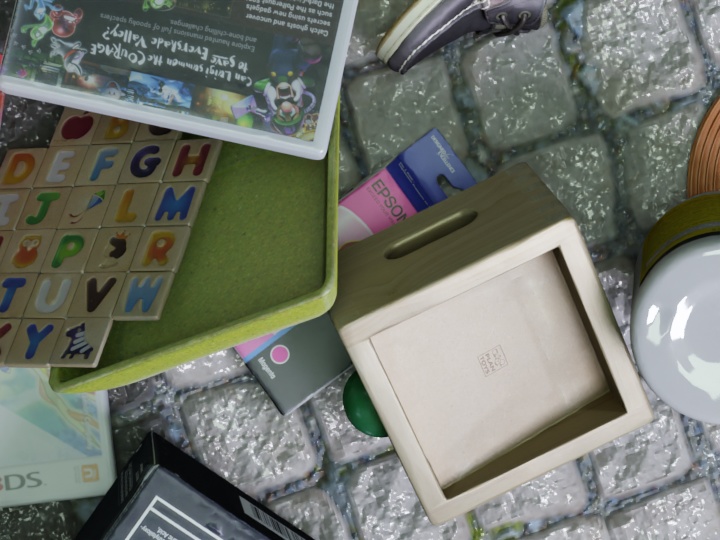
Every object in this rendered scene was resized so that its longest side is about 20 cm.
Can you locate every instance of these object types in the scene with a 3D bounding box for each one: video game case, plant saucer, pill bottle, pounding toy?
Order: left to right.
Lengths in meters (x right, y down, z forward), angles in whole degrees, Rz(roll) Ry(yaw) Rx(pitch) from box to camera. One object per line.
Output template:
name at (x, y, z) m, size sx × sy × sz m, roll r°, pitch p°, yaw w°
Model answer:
video game case at (-0.262, 0.060, 1.252) m, size 0.182 × 0.022 × 0.200 m, roll -6°, pitch 93°, yaw -4°
video game case at (-0.100, -0.174, 1.134) m, size 0.200 × 0.023 × 0.182 m, roll 12°, pitch 82°, yaw -1°
plant saucer at (-0.090, -0.018, 1.176) m, size 0.199 × 0.200 × 0.048 m, roll -20°, pitch 135°, yaw 22°
pounding toy at (0.046, 0.036, 1.199) m, size 0.200 × 0.142 × 0.184 m, roll -26°, pitch 115°, yaw -1°
pill bottle at (0.227, 0.015, 1.186) m, size 0.114 × 0.200 × 0.115 m, roll 2°, pitch 104°, yaw 9°

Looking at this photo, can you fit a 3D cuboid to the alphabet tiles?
alphabet tiles at (-0.176, -0.026, 1.187) m, size 0.166 × 0.006 × 0.200 m, roll -1°, pitch 56°, yaw 28°

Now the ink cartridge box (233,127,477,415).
ink cartridge box at (0.000, 0.000, 1.263) m, size 0.200 × 0.037 × 0.095 m, roll -37°, pitch 95°, yaw -4°

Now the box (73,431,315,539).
box at (-0.110, 0.245, 1.215) m, size 0.200 × 0.123 × 0.199 m, roll 36°, pitch 90°, yaw -10°

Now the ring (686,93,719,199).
ring at (0.323, -0.058, 1.289) m, size 0.200 × 0.019 × 0.201 m, roll 0°, pitch 92°, yaw -5°

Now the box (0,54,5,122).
box at (-0.281, -0.098, 1.155) m, size 0.102 × 0.200 × 0.095 m, roll 9°, pitch 92°, yaw -5°

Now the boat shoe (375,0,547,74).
boat shoe at (0.101, -0.187, 1.243) m, size 0.200 × 0.072 × 0.065 m, roll -37°, pitch 90°, yaw -8°
